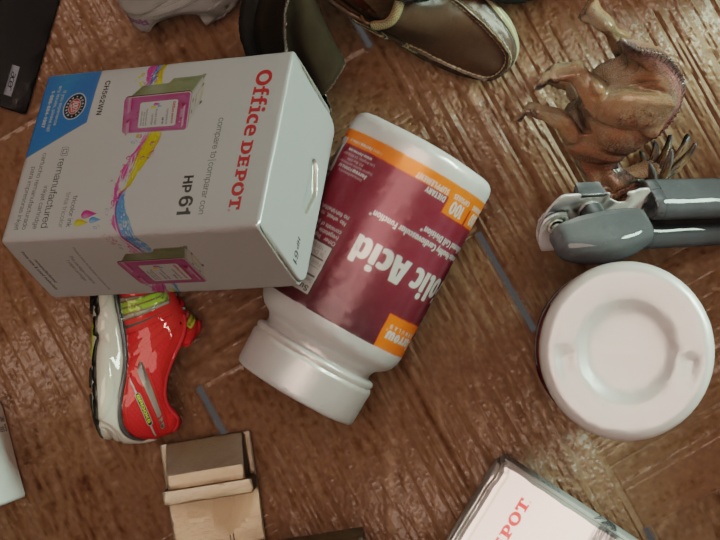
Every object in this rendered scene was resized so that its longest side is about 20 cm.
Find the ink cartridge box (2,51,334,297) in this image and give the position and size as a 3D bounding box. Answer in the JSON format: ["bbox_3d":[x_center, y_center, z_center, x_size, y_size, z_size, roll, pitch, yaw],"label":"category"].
[{"bbox_3d":[-0.130,-0.065,1.101,0.198,0.085,0.146,-2,59,19],"label":"ink cartridge box"}]

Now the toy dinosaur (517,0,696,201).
[{"bbox_3d":[0.192,-0.111,1.127,0.135,0.200,0.086,32,61,4],"label":"toy dinosaur"}]

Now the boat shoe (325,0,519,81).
[{"bbox_3d":[0.026,-0.193,1.154,0.201,0.075,0.075,30,126,-11],"label":"boat shoe"}]

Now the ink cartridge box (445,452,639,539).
[{"bbox_3d":[0.147,0.247,1.148,0.199,0.085,0.147,33,91,3],"label":"ink cartridge box"}]

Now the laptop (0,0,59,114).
[{"bbox_3d":[-0.342,-0.238,1.244,0.198,0.103,0.179,16,89,31],"label":"laptop"}]

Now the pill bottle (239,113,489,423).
[{"bbox_3d":[0.000,0.000,1.146,0.113,0.114,0.202,29,91,5],"label":"pill bottle"}]

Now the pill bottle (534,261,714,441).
[{"bbox_3d":[0.177,0.055,1.094,0.113,0.200,0.116,0,88,5],"label":"pill bottle"}]

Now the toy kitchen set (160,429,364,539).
[{"bbox_3d":[-0.097,0.202,1.121,0.197,0.180,0.165,-9,86,0],"label":"toy kitchen set"}]

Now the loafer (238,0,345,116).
[{"bbox_3d":[-0.043,-0.165,1.133,0.070,0.201,0.074,13,58,7],"label":"loafer"}]

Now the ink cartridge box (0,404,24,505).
[{"bbox_3d":[-0.367,0.165,1.163,0.198,0.145,0.085,-18,87,4],"label":"ink cartridge box"}]

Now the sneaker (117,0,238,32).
[{"bbox_3d":[-0.101,-0.248,1.200,0.198,0.100,0.075,-25,50,-15],"label":"sneaker"}]

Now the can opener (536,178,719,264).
[{"bbox_3d":[0.218,-0.028,1.121,0.198,0.054,0.067,-3,45,-21],"label":"can opener"}]

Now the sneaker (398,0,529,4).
[{"bbox_3d":[0.100,-0.235,1.126,0.199,0.082,0.074,-18,82,-38],"label":"sneaker"}]

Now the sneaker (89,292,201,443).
[{"bbox_3d":[-0.162,0.029,1.199,0.084,0.077,0.203,2,89,-15],"label":"sneaker"}]
